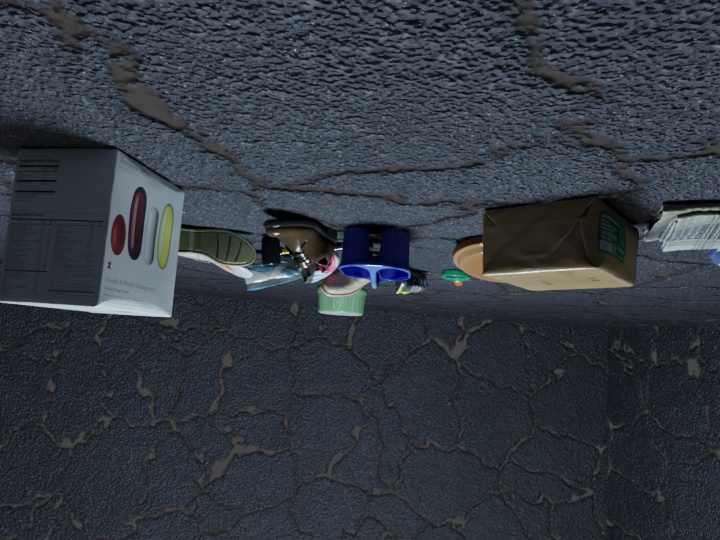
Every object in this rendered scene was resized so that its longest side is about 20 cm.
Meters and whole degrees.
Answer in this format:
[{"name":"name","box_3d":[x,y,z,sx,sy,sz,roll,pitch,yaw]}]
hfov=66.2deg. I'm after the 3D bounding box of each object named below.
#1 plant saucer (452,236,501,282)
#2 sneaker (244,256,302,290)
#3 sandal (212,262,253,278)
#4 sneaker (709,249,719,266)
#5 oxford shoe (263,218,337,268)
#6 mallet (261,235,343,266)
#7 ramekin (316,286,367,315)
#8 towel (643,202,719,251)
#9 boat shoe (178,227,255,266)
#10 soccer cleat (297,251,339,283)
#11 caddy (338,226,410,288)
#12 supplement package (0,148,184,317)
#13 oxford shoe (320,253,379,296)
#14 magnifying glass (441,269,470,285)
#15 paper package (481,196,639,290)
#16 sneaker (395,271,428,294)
[{"name":"plant saucer","box_3d":[0.285,-0.016,1.107,0.198,0.033,0.201,7,160,3]},{"name":"sneaker","box_3d":[-0.203,-0.008,1.422,0.199,0.082,0.076,-14,180,-29]},{"name":"sandal","box_3d":[-0.329,-0.048,1.277,0.205,0.060,0.079,23,161,19]},{"name":"sneaker","box_3d":[0.680,-0.010,0.898,0.075,0.089,0.199,8,173,-40]},{"name":"oxford shoe","box_3d":[-0.108,-0.049,1.035,0.072,0.085,0.199,1,170,33]},{"name":"mallet","box_3d":[-0.118,-0.056,1.187,0.198,0.067,0.041,-12,172,3]},{"name":"ramekin","box_3d":[-0.075,0.122,2.164,0.198,0.099,0.200,4,172,1]},{"name":"towel","box_3d":[0.529,-0.060,0.807,0.198,0.035,0.192,2,172,21]},{"name":"boat shoe","box_3d":[-0.321,-0.054,1.179,0.198,0.075,0.068,13,177,-10]},{"name":"soccer cleat","box_3d":[-0.083,-0.026,1.300,0.086,0.070,0.200,-26,178,-28]},{"name":"caddy","box_3d":[0.031,-0.017,1.098,0.140,0.106,0.200,4,172,6]},{"name":"supplement package","box_3d":[-0.365,-0.043,0.781,0.146,0.202,0.191,2,173,9]},{"name":"oxford shoe","box_3d":[0.000,0.000,1.273,0.199,0.071,0.074,-23,161,-23]},{"name":"magnifying glass","box_3d":[0.275,0.021,1.570,0.079,0.023,0.200,2,170,14]},{"name":"paper package","box_3d":[0.313,-0.033,0.866,0.189,0.105,0.199,-5,167,41]},{"name":"sneaker","box_3d":[0.141,0.027,1.535,0.080,0.075,0.200,-5,178,14]}]
